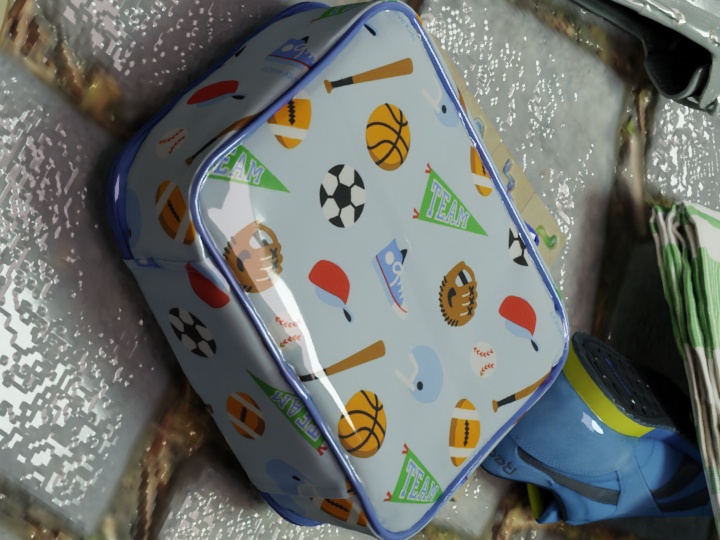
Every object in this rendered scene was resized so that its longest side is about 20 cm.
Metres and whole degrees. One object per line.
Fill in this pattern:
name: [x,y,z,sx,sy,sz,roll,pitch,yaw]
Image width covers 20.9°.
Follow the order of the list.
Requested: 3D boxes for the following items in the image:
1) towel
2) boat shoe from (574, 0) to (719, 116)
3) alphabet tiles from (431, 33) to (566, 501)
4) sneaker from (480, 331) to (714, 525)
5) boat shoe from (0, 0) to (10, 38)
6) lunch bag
towel: [0.196,0.070,0.952,0.152,0.023,0.201,10,67,-60]
boat shoe: [0.160,-0.115,0.937,0.200,0.070,0.072,30,84,-36]
alphabet tiles: [0.019,0.001,0.850,0.167,0.006,0.200,-54,127,-25]
sneaker: [0.121,0.089,0.928,0.078,0.066,0.200,-43,146,15]
boat shoe: [-0.170,-0.053,0.623,0.064,0.071,0.201,26,78,-41]
lunch bag: [0.000,0.000,0.779,0.160,0.075,0.201,-46,122,-33]
